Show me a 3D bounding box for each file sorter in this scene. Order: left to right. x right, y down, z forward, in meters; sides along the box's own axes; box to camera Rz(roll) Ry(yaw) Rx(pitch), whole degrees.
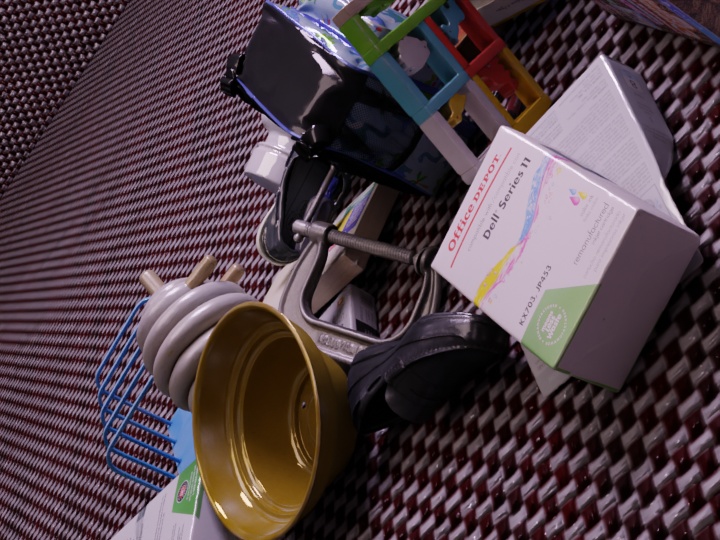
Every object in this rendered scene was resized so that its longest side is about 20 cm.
[{"bbox_3d":[-0.200,0.135,1.459,0.139,0.122,0.200,-58,23,10],"label":"file sorter"}]

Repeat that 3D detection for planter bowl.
[{"bbox_3d":[-0.060,0.127,1.172,0.200,0.083,0.202,-2,88,53],"label":"planter bowl"}]

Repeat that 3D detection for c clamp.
[{"bbox_3d":[0.000,0.000,1.211,0.199,0.027,0.172,23,81,40],"label":"c clamp"}]

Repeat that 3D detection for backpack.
[{"bbox_3d":[0.008,-0.161,1.238,0.148,0.199,0.183,-57,44,9],"label":"backpack"}]

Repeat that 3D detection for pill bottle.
[{"bbox_3d":[-0.043,-0.174,1.485,0.201,0.114,0.114,-64,22,-6],"label":"pill bottle"}]

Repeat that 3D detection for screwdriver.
[{"bbox_3d":[-0.020,-0.107,1.356,0.028,0.029,0.201,15,78,38],"label":"screwdriver"}]

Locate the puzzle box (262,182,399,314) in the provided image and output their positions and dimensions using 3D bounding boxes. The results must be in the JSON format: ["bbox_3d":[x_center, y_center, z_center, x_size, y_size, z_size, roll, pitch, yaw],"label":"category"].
[{"bbox_3d":[-0.043,0.002,1.359,0.200,0.025,0.133,-42,16,41],"label":"puzzle box"}]

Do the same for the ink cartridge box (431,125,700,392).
[{"bbox_3d":[0.123,-0.020,0.936,0.200,0.067,0.118,42,109,53],"label":"ink cartridge box"}]

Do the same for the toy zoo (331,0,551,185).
[{"bbox_3d":[0.079,-0.156,1.112,0.020,0.200,0.131,-35,8,47],"label":"toy zoo"}]

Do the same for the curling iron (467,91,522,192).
[{"bbox_3d":[0.103,-0.091,1.180,0.049,0.026,0.201,5,66,22],"label":"curling iron"}]

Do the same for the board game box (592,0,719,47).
[{"bbox_3d":[0.237,-0.264,1.002,0.160,0.096,0.200,-59,22,8],"label":"board game box"}]

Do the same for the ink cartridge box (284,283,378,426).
[{"bbox_3d":[-0.053,0.111,1.282,0.200,0.037,0.095,-47,27,27],"label":"ink cartridge box"}]

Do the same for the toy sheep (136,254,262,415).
[{"bbox_3d":[-0.144,0.066,1.301,0.200,0.137,0.138,47,111,30],"label":"toy sheep"}]

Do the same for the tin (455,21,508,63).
[{"bbox_3d":[0.079,-0.219,1.376,0.200,0.042,0.113,-40,34,42],"label":"tin"}]

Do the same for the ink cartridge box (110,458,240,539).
[{"bbox_3d":[-0.171,0.285,1.272,0.200,0.083,0.147,-43,29,37],"label":"ink cartridge box"}]

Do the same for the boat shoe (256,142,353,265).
[{"bbox_3d":[-0.042,-0.098,1.392,0.200,0.074,0.066,-59,13,-10],"label":"boat shoe"}]

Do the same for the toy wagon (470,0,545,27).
[{"bbox_3d":[0.140,-0.307,1.287,0.154,0.040,0.201,-24,37,23],"label":"toy wagon"}]

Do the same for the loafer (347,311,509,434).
[{"bbox_3d":[0.050,0.082,1.057,0.200,0.068,0.071,-31,47,57],"label":"loafer"}]

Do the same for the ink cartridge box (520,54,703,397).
[{"bbox_3d":[0.165,-0.030,0.983,0.160,0.047,0.201,-46,43,32],"label":"ink cartridge box"}]
